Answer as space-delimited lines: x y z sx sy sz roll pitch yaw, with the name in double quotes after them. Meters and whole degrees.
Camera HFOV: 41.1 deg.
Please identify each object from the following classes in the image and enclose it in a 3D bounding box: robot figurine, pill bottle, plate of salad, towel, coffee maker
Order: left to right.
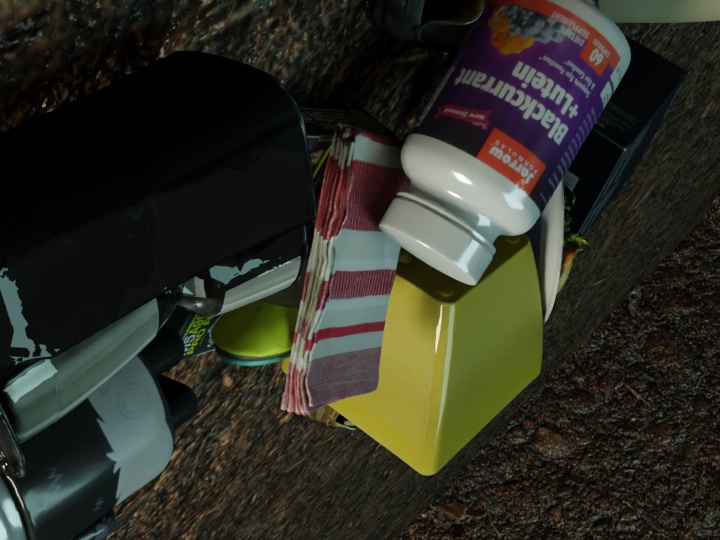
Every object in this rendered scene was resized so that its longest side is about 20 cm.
-0.194 0.098 0.565 0.200 0.151 0.125 -34 178 -40 "robot figurine"
-0.123 -0.031 0.456 0.200 0.135 0.192 -36 156 -37 "coffee maker"
0.000 0.000 0.703 0.144 0.023 0.201 -4 106 -67 "towel"
0.098 -0.096 0.689 0.200 0.111 0.111 -59 162 -4 "pill bottle"
0.195 -0.044 0.990 0.200 0.048 0.201 180 -90 -89 "plate of salad"

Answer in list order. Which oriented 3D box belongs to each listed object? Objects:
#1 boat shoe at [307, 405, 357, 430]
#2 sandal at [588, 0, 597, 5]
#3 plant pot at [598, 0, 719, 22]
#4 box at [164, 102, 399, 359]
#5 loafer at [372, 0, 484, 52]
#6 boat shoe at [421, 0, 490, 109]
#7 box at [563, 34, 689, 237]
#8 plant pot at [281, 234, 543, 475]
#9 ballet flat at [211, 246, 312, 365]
-0.023 0.158 1.137 0.076 0.074 0.200 -46 161 -9 "boat shoe"
0.151 -0.222 0.830 0.050 0.082 0.203 36 86 -29 "sandal"
0.317 -0.283 0.775 0.187 0.199 0.188 -44 141 -49 "plant pot"
-0.070 -0.030 0.717 0.200 0.044 0.160 -58 159 22 "box"
0.049 -0.185 0.642 0.073 0.072 0.200 -54 162 8 "loafer"
0.096 -0.173 0.781 0.065 0.074 0.202 -8 131 -55 "boat shoe"
0.275 -0.148 1.153 0.182 0.104 0.200 -43 162 -36 "box"
0.062 0.035 0.933 0.200 0.200 0.177 -35 146 -37 "plant pot"
-0.044 0.016 0.716 0.200 0.067 0.067 -17 122 -63 "ballet flat"
